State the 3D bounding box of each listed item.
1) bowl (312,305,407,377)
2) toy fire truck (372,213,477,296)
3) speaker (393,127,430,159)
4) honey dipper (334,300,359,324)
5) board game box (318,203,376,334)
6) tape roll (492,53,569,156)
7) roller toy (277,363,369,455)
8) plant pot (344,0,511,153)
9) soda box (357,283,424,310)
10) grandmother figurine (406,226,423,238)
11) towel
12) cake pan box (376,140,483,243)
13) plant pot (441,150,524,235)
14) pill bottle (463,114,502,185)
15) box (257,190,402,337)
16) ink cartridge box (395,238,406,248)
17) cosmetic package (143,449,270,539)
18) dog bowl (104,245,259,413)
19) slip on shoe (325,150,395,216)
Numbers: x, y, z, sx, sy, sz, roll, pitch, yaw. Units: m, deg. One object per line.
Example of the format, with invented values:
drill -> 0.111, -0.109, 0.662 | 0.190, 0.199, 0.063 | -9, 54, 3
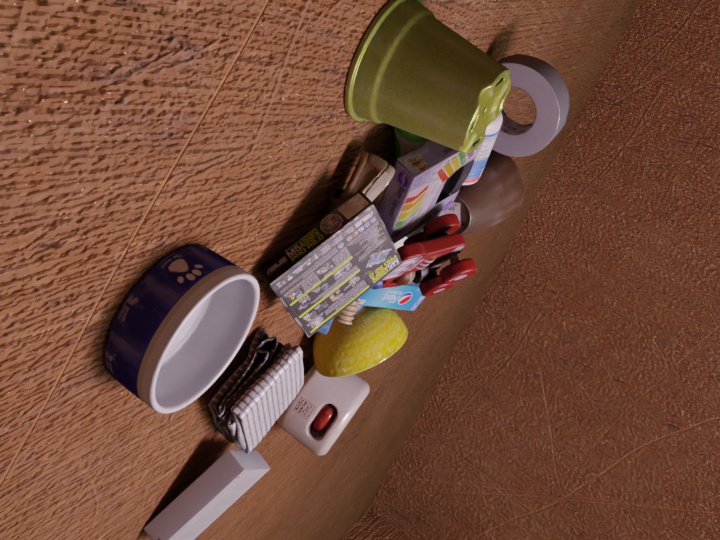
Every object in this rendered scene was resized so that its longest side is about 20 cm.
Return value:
bowl -> -0.016, 0.112, 1.542 | 0.200, 0.199, 0.108 | -42, 116, -45
toy fire truck -> 0.098, -0.014, 1.393 | 0.167, 0.113, 0.200 | -13, 167, -28
speaker -> 0.102, -0.216, 1.380 | 0.089, 0.088, 0.200 | -53, 163, -16
honey dipper -> 0.000, 0.000, 1.425 | 0.201, 0.038, 0.038 | -70, 163, 4
board game box -> -0.030, -0.010, 1.362 | 0.151, 0.036, 0.201 | -75, -174, -63
tape roll -> 0.327, -0.341, 1.612 | 0.066, 0.200, 0.201 | -43, 158, -46
roller toy -> -0.082, 0.277, 1.629 | 0.183, 0.139, 0.200 | -51, 173, -36
plant pot -> 0.108, -0.267, 1.122 | 0.201, 0.184, 0.201 | -52, 163, -22
soda box -> 0.049, 0.029, 1.530 | 0.200, 0.068, 0.064 | 10, 125, -50
grandmother figurine -> 0.132, -0.147, 1.509 | 0.121, 0.060, 0.201 | 19, -85, 63
towel -> -0.178, 0.206, 1.320 | 0.166, 0.085, 0.200 | -49, 163, -24
cake pan box -> 0.114, -0.147, 1.339 | 0.200, 0.052, 0.184 | -32, 159, -37
plant pot -> 0.234, -0.156, 1.692 | 0.200, 0.186, 0.187 | -38, 155, -51
pill bottle -> 0.218, -0.281, 1.559 | 0.112, 0.112, 0.201 | -42, 156, -45
box -> -0.042, -0.007, 1.214 | 0.200, 0.044, 0.160 | -38, 141, -6
ink cartridge box -> 0.062, -0.068, 1.592 | 0.200, 0.048, 0.146 | -42, 157, -44
cosmetic package -> -0.268, 0.403, 1.381 | 0.200, 0.052, 0.151 | -42, 165, -1
dog bowl -> -0.217, 0.072, 0.961 | 0.200, 0.079, 0.200 | -52, 163, -23
slip on shoe -> -0.026, -0.106, 1.252 | 0.200, 0.060, 0.076 | -47, -166, 30
